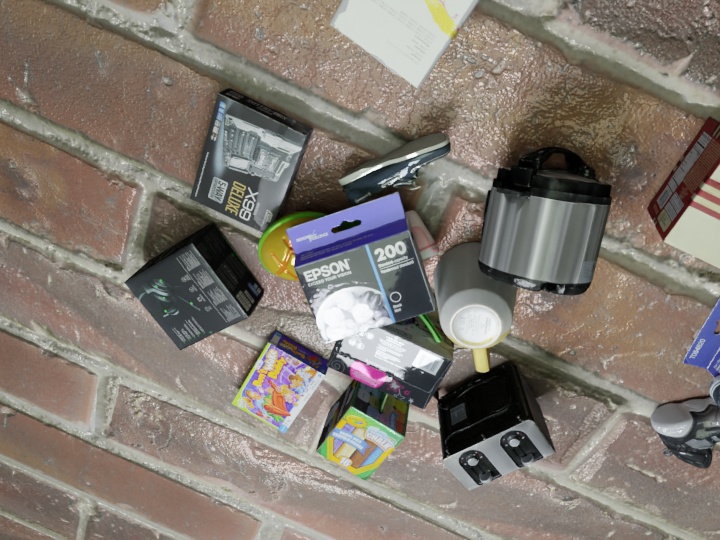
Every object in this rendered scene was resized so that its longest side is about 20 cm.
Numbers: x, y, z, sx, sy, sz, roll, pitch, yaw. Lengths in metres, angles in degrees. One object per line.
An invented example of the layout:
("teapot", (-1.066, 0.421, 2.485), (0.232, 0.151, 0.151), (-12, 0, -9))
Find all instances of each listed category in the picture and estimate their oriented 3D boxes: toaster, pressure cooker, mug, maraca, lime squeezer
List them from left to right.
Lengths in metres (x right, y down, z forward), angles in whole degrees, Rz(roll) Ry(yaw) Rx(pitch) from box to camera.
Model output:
("maraca", (-0.079, -0.047, 0.958), (0.198, 0.107, 0.138), (-13, 135, -7))
("lime squeezer", (0.098, 0.028, 0.976), (0.037, 0.071, 0.202), (-9, 89, -22))
("mug", (0.205, 0.065, 0.924), (0.149, 0.153, 0.187), (-38, 105, 26))
("toaster", (0.241, 0.284, 1.022), (0.180, 0.200, 0.119), (-31, 111, 16))
("pressure cooker", (0.275, -0.080, 0.814), (0.177, 0.176, 0.202), (10, 105, 7))

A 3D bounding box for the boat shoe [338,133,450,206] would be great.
("boat shoe", (0.058, -0.158, 0.882), (0.199, 0.075, 0.062), (-20, 110, 22))

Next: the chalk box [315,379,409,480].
("chalk box", (0.019, 0.294, 1.102), (0.123, 0.125, 0.201), (32, 121, -6))

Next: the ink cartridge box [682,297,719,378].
("ink cartridge box", (0.681, 0.114, 0.911), (0.198, 0.041, 0.201), (14, 120, 5))

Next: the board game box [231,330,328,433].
("board game box", (-0.170, 0.238, 1.158), (0.134, 0.045, 0.201), (31, 120, -5))

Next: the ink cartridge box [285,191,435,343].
("ink cartridge box", (0.000, 0.000, 0.884), (0.197, 0.043, 0.201), (-18, 108, 10))

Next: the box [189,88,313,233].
("box", (-0.188, -0.180, 0.937), (0.157, 0.050, 0.201), (26, 120, -2))

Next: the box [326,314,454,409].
("box", (0.059, 0.138, 1.016), (0.199, 0.115, 0.133), (24, 118, -2))

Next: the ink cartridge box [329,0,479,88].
("ink cartridge box", (0.081, -0.375, 0.721), (0.145, 0.147, 0.200), (33, 119, -7))

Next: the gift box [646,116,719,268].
("gift box", (0.532, -0.081, 0.767), (0.186, 0.185, 0.201), (26, 124, 8))

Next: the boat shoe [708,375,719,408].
("boat shoe", (0.689, 0.218, 0.891), (0.198, 0.091, 0.071), (-6, 119, 17))

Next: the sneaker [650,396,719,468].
("sneaker", (0.644, 0.293, 0.998), (0.199, 0.076, 0.114), (-15, 114, 25))

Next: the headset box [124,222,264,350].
("headset box", (-0.321, 0.037, 1.056), (0.199, 0.093, 0.175), (-26, 110, 23))

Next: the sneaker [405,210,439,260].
("sneaker", (0.031, -0.038, 0.952), (0.199, 0.075, 0.105), (-25, 90, 27))
